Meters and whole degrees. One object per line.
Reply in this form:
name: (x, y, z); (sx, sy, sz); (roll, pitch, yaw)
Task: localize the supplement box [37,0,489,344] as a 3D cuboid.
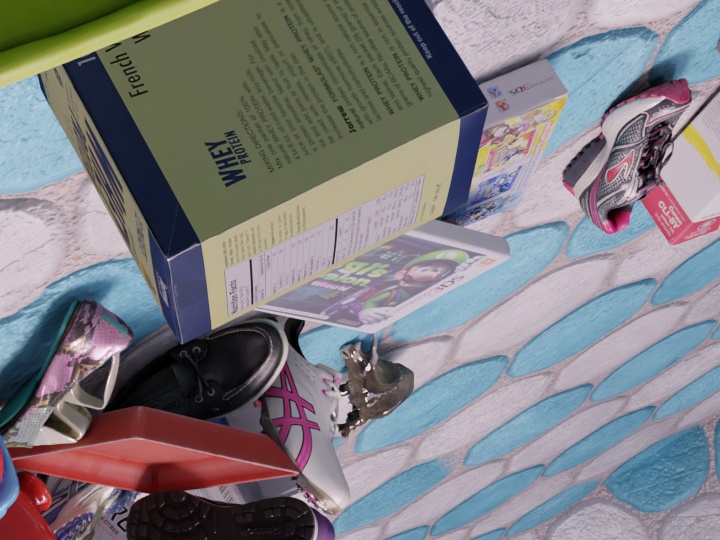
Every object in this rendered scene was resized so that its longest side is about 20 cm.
supplement box: (-0.064, -0.102, 1.043); (0.199, 0.201, 0.134); (-27, 161, -12)

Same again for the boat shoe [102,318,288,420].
boat shoe: (-0.158, 0.103, 1.632); (0.199, 0.075, 0.066); (-24, 168, 24)

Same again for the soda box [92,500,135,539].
soda box: (-0.239, 0.283, 1.775); (0.063, 0.201, 0.068); (-21, 159, -24)

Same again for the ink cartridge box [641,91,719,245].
ink cartridge box: (0.401, -0.126, 1.873); (0.145, 0.084, 0.200); (-17, 157, -34)

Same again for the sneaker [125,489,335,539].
sneaker: (-0.121, 0.252, 1.691); (0.199, 0.076, 0.088); (1, 166, 21)

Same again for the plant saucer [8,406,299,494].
plant saucer: (-0.190, 0.160, 1.594); (0.199, 0.037, 0.199); (-12, 159, 41)

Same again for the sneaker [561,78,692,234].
sneaker: (0.269, -0.113, 1.721); (0.080, 0.075, 0.200); (-20, 158, -27)

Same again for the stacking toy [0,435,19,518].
stacking toy: (-0.350, 0.129, 1.398); (0.116, 0.110, 0.200); (-24, 150, -9)

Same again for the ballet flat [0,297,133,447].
ballet flat: (-0.245, 0.100, 1.482); (0.200, 0.071, 0.069); (-49, -167, 40)

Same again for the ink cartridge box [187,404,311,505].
ink cartridge box: (-0.125, 0.202, 1.824); (0.086, 0.147, 0.200); (-19, 159, -30)

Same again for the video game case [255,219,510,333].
video game case: (0.000, 0.000, 1.556); (0.199, 0.023, 0.181); (13, 147, -42)

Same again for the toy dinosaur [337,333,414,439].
toy dinosaur: (0.021, 0.133, 1.981); (0.102, 0.077, 0.200); (-28, 160, 16)

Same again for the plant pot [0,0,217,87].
plant pot: (-0.149, -0.201, 0.690); (0.199, 0.182, 0.199); (-23, 160, -19)

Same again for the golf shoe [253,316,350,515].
golf shoe: (-0.052, 0.128, 1.659); (0.092, 0.201, 0.073); (-29, 158, 0)

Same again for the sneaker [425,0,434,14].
sneaker: (-0.044, -0.128, 1.202); (0.200, 0.075, 0.115); (-38, 163, 31)

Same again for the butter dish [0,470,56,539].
butter dish: (-0.337, 0.240, 1.602); (0.148, 0.200, 0.200); (-46, 172, -30)

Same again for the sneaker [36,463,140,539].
sneaker: (-0.266, 0.198, 1.727); (0.200, 0.085, 0.077); (-44, 161, -37)

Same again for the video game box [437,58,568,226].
video game box: (0.073, -0.086, 1.537); (0.181, 0.047, 0.200); (-21, 160, -17)

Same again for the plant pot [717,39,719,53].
plant pot: (0.459, -0.213, 1.588); (0.199, 0.178, 0.200); (-28, 161, -7)
